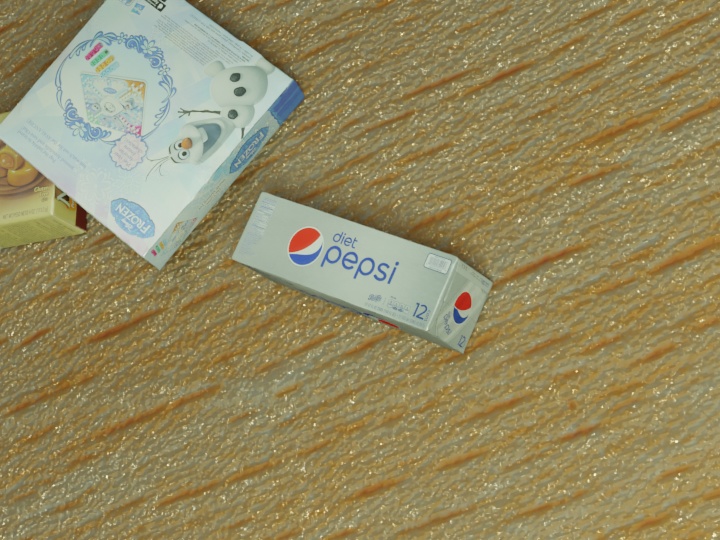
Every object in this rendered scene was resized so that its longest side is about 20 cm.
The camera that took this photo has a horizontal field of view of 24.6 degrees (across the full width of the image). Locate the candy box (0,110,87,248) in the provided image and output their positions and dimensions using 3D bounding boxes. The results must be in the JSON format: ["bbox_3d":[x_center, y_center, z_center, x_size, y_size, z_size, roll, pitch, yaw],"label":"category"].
[{"bbox_3d":[-0.348,-0.081,1.546,0.200,0.055,0.116,-9,67,27],"label":"candy box"}]

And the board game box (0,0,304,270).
[{"bbox_3d":[-0.186,-0.136,1.446,0.200,0.043,0.199,38,85,23],"label":"board game box"}]

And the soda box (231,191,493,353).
[{"bbox_3d":[0.000,0.000,1.306,0.200,0.068,0.064,19,83,34],"label":"soda box"}]
